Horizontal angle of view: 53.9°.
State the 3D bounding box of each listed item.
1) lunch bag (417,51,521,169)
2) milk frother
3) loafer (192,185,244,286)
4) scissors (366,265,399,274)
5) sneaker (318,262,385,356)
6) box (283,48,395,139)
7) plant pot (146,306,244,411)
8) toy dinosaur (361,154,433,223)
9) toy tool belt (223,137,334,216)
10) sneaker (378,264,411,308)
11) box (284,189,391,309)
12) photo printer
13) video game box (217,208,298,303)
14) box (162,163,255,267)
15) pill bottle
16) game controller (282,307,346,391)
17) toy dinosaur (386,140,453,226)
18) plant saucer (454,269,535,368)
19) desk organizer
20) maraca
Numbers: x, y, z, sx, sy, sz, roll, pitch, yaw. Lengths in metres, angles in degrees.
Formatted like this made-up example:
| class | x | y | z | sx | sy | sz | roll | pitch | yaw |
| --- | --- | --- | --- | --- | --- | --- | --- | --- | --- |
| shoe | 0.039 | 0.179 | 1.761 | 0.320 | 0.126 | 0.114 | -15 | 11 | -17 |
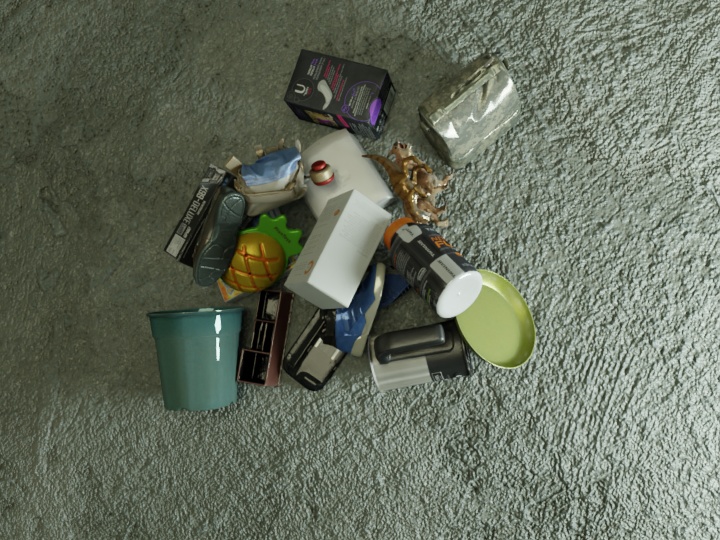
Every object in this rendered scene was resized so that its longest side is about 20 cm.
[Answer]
| class | x | y | z | sx | sy | sz | roll | pitch | yaw |
| --- | --- | --- | --- | --- | --- | --- | --- | --- | --- |
| lunch bag | 0.214 | -0.321 | 1.396 | 0.199 | 0.168 | 0.140 | -37 | 76 | 5 |
| milk frother | 0.109 | 0.114 | 1.386 | 0.186 | 0.181 | 0.201 | -12 | 47 | 11 |
| loafer | -0.279 | -0.068 | 1.373 | 0.063 | 0.071 | 0.201 | 41 | 114 | 44 |
| scissors | 0.000 | 0.000 | 1.444 | 0.199 | 0.014 | 0.074 | 27 | 89 | 38 |
| sneaker | -0.023 | 0.067 | 1.397 | 0.110 | 0.077 | 0.202 | 17 | 113 | -1 |
| box | -0.042 | -0.370 | 1.493 | 0.198 | 0.106 | 0.123 | 19 | 85 | 15 |
| plant pot | -0.334 | 0.179 | 1.455 | 0.198 | 0.200 | 0.198 | -2 | 90 | 13 |
| toy dinosaur | 0.078 | -0.183 | 1.383 | 0.106 | 0.060 | 0.201 | -39 | 75 | 25 |
| toy tool belt | -0.158 | -0.199 | 1.385 | 0.198 | 0.125 | 0.124 | -23 | 122 | -8 |
| sneaker | 0.085 | 0.015 | 1.438 | 0.199 | 0.078 | 0.071 | -35 | 78 | 28 |
| box | -0.043 | -0.037 | 1.349 | 0.097 | 0.124 | 0.201 | 33 | 73 | -20 |
| photo printer | -0.046 | -0.187 | 1.489 | 0.166 | 0.069 | 0.201 | -33 | 77 | 7 |
| video game box | -0.245 | -0.058 | 1.532 | 0.181 | 0.047 | 0.201 | -27 | 77 | 11 |
| box | -0.294 | -0.096 | 1.442 | 0.050 | 0.158 | 0.201 | 28 | 88 | 27 |
| pill bottle | 0.123 | -0.015 | 1.294 | 0.106 | 0.106 | 0.200 | -45 | 53 | 4 |
| game controller | -0.075 | 0.150 | 1.473 | 0.104 | 0.042 | 0.201 | 35 | 92 | 1 |
| toy dinosaur | 0.115 | -0.153 | 1.441 | 0.134 | 0.086 | 0.202 | 5 | 87 | 13 |
| plant saucer | 0.249 | 0.095 | 1.347 | 0.031 | 0.199 | 0.201 | -40 | 71 | 48 |
| desk organizer | -0.198 | 0.139 | 1.477 | 0.071 | 0.077 | 0.202 | 8 | 84 | 14 |
| maraca | -0.205 | -0.033 | 1.431 | 0.200 | 0.107 | 0.137 | -39 | 118 | 19 |
